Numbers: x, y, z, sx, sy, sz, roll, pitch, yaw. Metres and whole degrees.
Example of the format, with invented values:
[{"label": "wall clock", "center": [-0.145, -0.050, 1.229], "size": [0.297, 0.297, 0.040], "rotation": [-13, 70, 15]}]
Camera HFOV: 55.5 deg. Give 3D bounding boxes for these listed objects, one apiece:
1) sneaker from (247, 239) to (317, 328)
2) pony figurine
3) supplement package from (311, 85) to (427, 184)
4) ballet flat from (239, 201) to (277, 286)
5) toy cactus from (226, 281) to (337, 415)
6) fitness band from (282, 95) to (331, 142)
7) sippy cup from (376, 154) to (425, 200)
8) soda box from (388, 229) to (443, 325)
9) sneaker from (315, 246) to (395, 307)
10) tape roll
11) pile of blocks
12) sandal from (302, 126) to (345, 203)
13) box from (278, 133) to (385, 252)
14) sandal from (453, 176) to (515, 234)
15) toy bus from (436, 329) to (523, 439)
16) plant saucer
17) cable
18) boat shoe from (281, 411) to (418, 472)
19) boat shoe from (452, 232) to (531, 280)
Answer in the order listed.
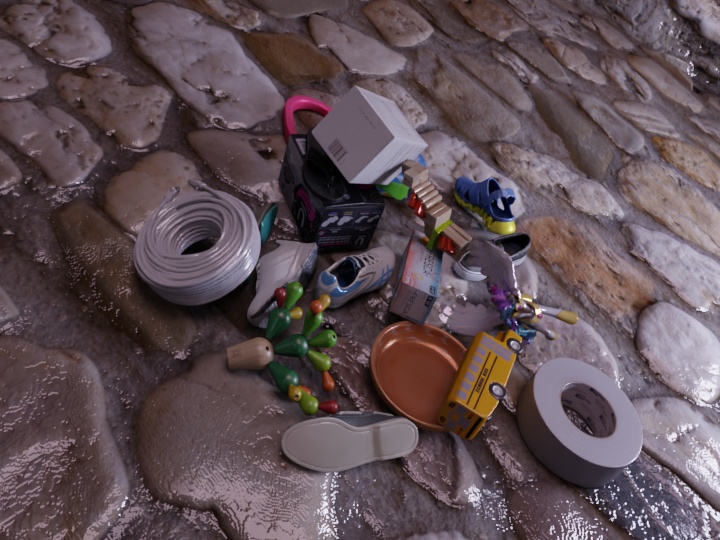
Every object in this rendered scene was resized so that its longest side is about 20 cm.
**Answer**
[{"label": "sneaker", "center": [-0.138, 0.020, 1.112], "size": [0.085, 0.076, 0.201], "rotation": [14, 37, 14]}, {"label": "pony figurine", "center": [0.258, 0.056, 1.192], "size": [0.198, 0.170, 0.191], "rotation": [19, 4, -46]}, {"label": "supplement package", "center": [0.022, -0.227, 1.188], "size": [0.115, 0.109, 0.199], "rotation": [53, 20, 9]}, {"label": "ballet flat", "center": [-0.191, -0.056, 1.152], "size": [0.062, 0.068, 0.203], "rotation": [14, 42, -1]}, {"label": "toy cactus", "center": [-0.112, 0.116, 0.993], "size": [0.160, 0.102, 0.206], "rotation": [-9, 78, -6]}, {"label": "fitness band", "center": [-0.097, -0.309, 1.471], "size": [0.140, 0.038, 0.203], "rotation": [7, 44, -19]}, {"label": "sippy cup", "center": [0.058, -0.209, 1.386], "size": [0.128, 0.139, 0.182], "rotation": [19, 65, -21]}, {"label": "soda box", "center": [0.102, 0.008, 1.205], "size": [0.067, 0.065, 0.201], "rotation": [23, 31, -2]}, {"label": "sneaker", "center": [0.000, 0.000, 1.184], "size": [0.072, 0.073, 0.198], "rotation": [40, 42, 19]}, {"label": "tape roll", "center": [0.355, 0.244, 1.117], "size": [0.195, 0.067, 0.203], "rotation": [13, 43, -12]}, {"label": "pile of blocks", "center": [0.115, -0.096, 1.215], "size": [0.062, 0.082, 0.203], "rotation": [-30, 87, -37]}, {"label": "sandal", "center": [-0.065, -0.196, 1.193], "size": [0.073, 0.049, 0.204], "rotation": [7, 45, -18]}, {"label": "box", "center": [-0.060, -0.144, 1.266], "size": [0.129, 0.116, 0.202], "rotation": [-5, 49, -28]}, {"label": "sandal", "center": [0.267, -0.156, 1.440], "size": [0.078, 0.089, 0.200], "rotation": [-7, 32, -28]}, {"label": "toy bus", "center": [0.189, 0.166, 1.061], "size": [0.077, 0.066, 0.201], "rotation": [29, 42, 7]}, {"label": "plant saucer", "center": [0.102, 0.170, 1.090], "size": [0.195, 0.038, 0.203], "rotation": [15, 43, -14]}, {"label": "cable", "center": [-0.253, -0.039, 1.059], "size": [0.196, 0.070, 0.201], "rotation": [20, 56, 24]}, {"label": "boat shoe", "center": [-0.018, 0.235, 0.965], "size": [0.194, 0.075, 0.062], "rotation": [0, 4, -17]}, {"label": "boat shoe", "center": [0.262, -0.035, 1.356], "size": [0.196, 0.057, 0.069], "rotation": [-16, 55, -37]}]
